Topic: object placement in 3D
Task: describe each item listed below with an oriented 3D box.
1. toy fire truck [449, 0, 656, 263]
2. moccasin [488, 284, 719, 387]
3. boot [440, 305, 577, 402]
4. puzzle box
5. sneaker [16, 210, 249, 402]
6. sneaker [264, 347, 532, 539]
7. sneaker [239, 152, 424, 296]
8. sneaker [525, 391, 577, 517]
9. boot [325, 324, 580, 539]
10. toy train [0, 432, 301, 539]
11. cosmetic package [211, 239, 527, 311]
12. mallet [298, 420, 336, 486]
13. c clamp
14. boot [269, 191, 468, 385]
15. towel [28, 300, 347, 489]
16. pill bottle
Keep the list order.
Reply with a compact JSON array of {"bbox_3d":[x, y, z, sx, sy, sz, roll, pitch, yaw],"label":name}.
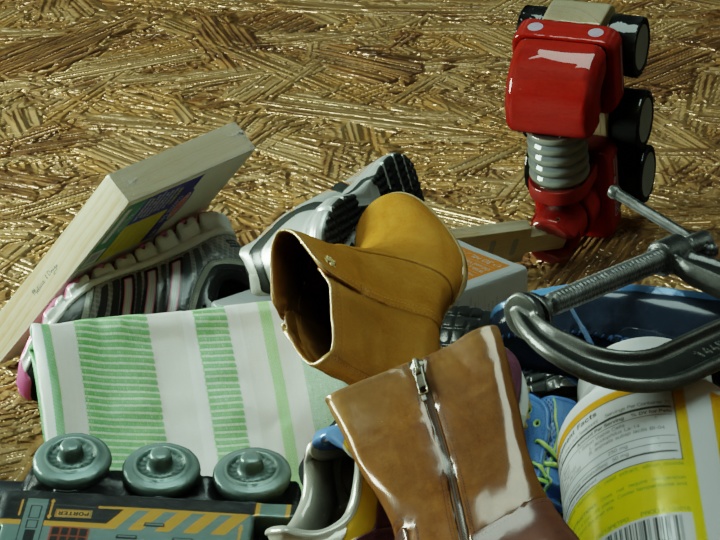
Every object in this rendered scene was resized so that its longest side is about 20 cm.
[{"bbox_3d":[0.130,-0.083,2.032,0.128,0.177,0.200,8,38,19],"label":"toy fire truck"},{"bbox_3d":[0.168,0.050,1.603,0.199,0.081,0.069,-1,63,20],"label":"moccasin"},{"bbox_3d":[0.129,0.070,1.752,0.199,0.070,0.131,1,-14,36],"label":"boot"},{"bbox_3d":[-0.166,-0.018,1.869,0.025,0.200,0.133,52,41,10],"label":"puzzle box"},{"bbox_3d":[-0.140,0.038,1.846,0.200,0.074,0.087,-34,64,-32],"label":"sneaker"},{"bbox_3d":[0.023,0.101,1.534,0.075,0.090,0.200,-16,34,48],"label":"sneaker"},{"bbox_3d":[-0.015,-0.028,1.820,0.080,0.074,0.200,-15,4,26],"label":"sneaker"},{"bbox_3d":[0.090,0.125,1.567,0.075,0.105,0.200,29,14,-17],"label":"sneaker"},{"bbox_3d":[0.016,0.140,1.432,0.188,0.068,0.201,-28,57,10],"label":"boot"},{"bbox_3d":[-0.117,0.156,1.559,0.199,0.086,0.114,4,36,4],"label":"toy train"},{"bbox_3d":[0.008,0.040,1.844,0.199,0.072,0.101,-19,29,-37],"label":"cosmetic package"},{"bbox_3d":[0.043,0.113,1.689,0.199,0.066,0.041,5,49,-50],"label":"mallet"},{"bbox_3d":[0.156,0.017,1.553,0.170,0.027,0.200,25,32,31],"label":"c clamp"},{"bbox_3d":[0.000,0.001,1.650,0.144,0.071,0.202,31,29,-39],"label":"boot"},{"bbox_3d":[-0.097,0.087,1.689,0.199,0.023,0.153,-5,59,-13],"label":"towel"},{"bbox_3d":[0.164,0.132,1.488,0.109,0.110,0.201,-1,42,-1],"label":"pill bottle"}]
